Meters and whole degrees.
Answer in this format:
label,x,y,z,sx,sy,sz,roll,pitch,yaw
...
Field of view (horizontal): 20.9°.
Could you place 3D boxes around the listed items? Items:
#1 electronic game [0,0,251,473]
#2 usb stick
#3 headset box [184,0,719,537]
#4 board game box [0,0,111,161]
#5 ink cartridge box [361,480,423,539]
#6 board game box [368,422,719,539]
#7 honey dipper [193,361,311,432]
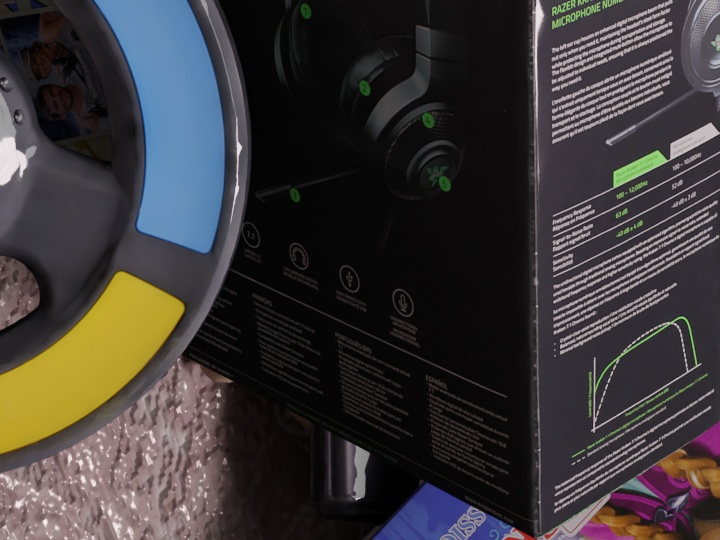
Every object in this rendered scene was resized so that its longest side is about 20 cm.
label,x,y,z,sx,sy,sz,roll,pitch,yaw
electronic game,-0.130,-0.036,0.551,0.042,0.200,0.200,-84,159,-76
usb stick,0.000,0.000,0.774,0.055,0.033,0.200,10,77,-51
headset box,0.019,-0.049,0.609,0.093,0.174,0.200,-26,124,-37
board game box,-0.118,-0.122,0.605,0.029,0.134,0.200,-29,108,-46
ink cartridge box,0.117,0.105,0.837,0.200,0.088,0.145,-47,132,0
board game box,0.119,0.123,0.721,0.200,0.199,0.041,-47,167,1
honey dipper,-0.019,0.061,0.794,0.200,0.038,0.038,50,50,-40
